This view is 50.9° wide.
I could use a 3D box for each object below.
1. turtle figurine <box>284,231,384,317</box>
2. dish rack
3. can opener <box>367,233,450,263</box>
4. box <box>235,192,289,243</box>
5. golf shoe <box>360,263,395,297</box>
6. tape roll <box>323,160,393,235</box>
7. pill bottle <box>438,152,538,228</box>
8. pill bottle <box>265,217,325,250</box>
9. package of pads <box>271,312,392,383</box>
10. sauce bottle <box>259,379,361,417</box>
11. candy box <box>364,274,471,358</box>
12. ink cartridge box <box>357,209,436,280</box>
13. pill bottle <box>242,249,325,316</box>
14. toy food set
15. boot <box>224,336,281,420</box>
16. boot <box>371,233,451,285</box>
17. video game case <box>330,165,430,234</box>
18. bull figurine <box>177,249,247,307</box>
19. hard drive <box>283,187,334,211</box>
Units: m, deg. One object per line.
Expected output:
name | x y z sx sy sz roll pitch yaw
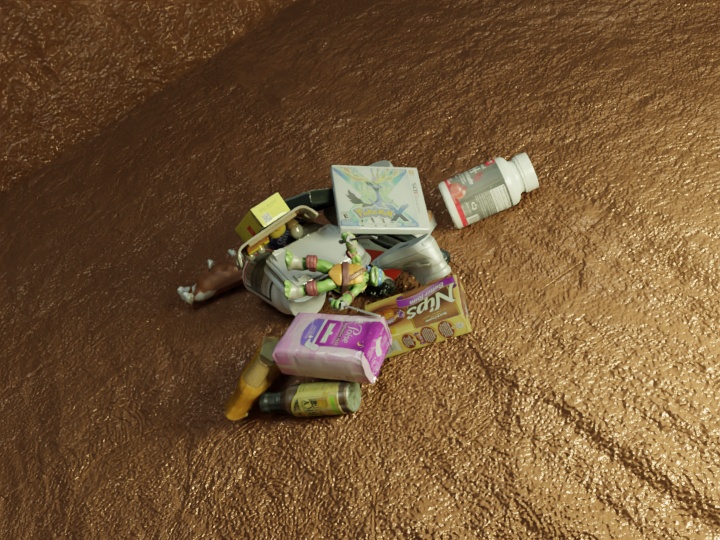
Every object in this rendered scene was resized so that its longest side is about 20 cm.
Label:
turtle figurine | -0.052 0.000 1.461 0.193 0.144 0.200 -2 13 3
dish rack | -0.096 -0.027 1.610 0.200 0.044 0.172 -29 41 -19
can opener | 0.104 -0.054 1.621 0.200 0.079 0.063 28 66 33
box | -0.219 -0.111 1.669 0.075 0.050 0.200 -36 4 -22
golf shoe | 0.000 0.000 1.637 0.200 0.078 0.095 10 61 39
tape roll | 0.010 -0.170 1.792 0.202 0.071 0.203 -34 23 17
pill bottle | 0.280 -0.178 1.649 0.199 0.111 0.111 -23 35 8
pill bottle | -0.128 -0.061 1.783 0.200 0.111 0.111 18 56 46
package of pads | -0.053 0.142 1.407 0.199 0.076 0.121 2 43 27
sauce bottle | -0.098 0.244 1.426 0.199 0.065 0.065 -11 39 27
candy box | 0.109 0.093 1.476 0.199 0.057 0.117 -20 36 15
ink cartridge box | 0.055 -0.064 1.714 0.162 0.050 0.200 9 46 41
pill bottle | -0.170 0.031 1.695 0.114 0.114 0.200 -42 38 -18
toy food set | -0.186 -0.065 1.652 0.200 0.060 0.143 -36 4 -11
boot | -0.210 0.218 1.524 0.144 0.071 0.201 -55 -3 13
boot | 0.101 -0.007 1.531 0.074 0.096 0.200 -38 10 -27
video game case | 0.042 -0.155 1.647 0.199 0.022 0.183 0 54 -13
bull figurine | -0.356 0.018 1.878 0.199 0.065 0.122 -17 40 15
hard drive | -0.114 -0.155 1.736 0.139 0.033 0.200 -11 1 -38
